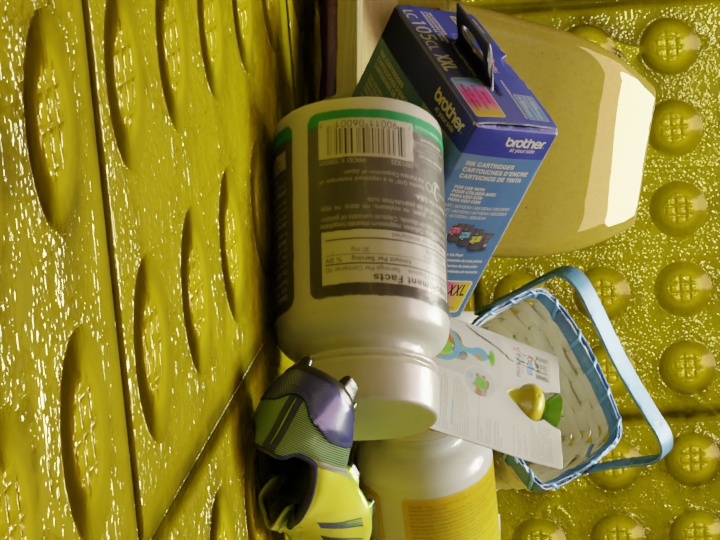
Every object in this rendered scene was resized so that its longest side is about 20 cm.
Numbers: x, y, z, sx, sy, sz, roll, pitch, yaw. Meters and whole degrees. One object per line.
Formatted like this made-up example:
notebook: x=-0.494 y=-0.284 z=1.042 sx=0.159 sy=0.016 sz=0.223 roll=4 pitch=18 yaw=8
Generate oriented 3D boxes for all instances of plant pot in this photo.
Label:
plant pot: x=0.118 y=-0.106 z=1.846 sx=0.195 sy=0.200 sz=0.195 roll=-154 pitch=-108 yaw=-73

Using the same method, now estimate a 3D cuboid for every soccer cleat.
soccer cleat: x=-0.036 y=0.134 z=1.395 sx=0.084 sy=0.065 sz=0.200 roll=-54 pitch=156 yaw=-31

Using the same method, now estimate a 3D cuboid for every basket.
basket: x=0.151 y=0.093 z=1.925 sx=0.139 sy=0.200 sz=0.177 roll=-31 pitch=98 yaw=-36

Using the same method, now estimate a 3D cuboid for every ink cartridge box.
ink cartridge box: x=0.052 y=-0.087 z=1.598 sx=0.137 sy=0.076 sz=0.200 roll=58 pitch=-48 yaw=40

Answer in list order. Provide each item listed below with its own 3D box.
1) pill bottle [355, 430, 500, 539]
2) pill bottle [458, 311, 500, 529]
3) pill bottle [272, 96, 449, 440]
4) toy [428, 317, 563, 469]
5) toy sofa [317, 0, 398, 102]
pill bottle: x=0.055 y=0.182 z=1.893 sx=0.112 sy=0.112 sz=0.200 roll=-83 pitch=169 yaw=-60
pill bottle: x=0.072 y=0.141 z=2.058 sx=0.116 sy=0.116 sz=0.200 roll=50 pitch=37 yaw=-80
pill bottle: x=0.000 y=0.000 z=1.482 sx=0.113 sy=0.113 sz=0.200 roll=70 pitch=18 yaw=-69
toy: x=0.060 y=0.090 z=1.797 sx=0.047 sy=0.200 sz=0.115 roll=123 pitch=-22 yaw=-44
toy sofa: x=-0.009 y=-0.179 z=1.737 sx=0.083 sy=0.097 sz=0.200 roll=38 pitch=43 yaw=-48
